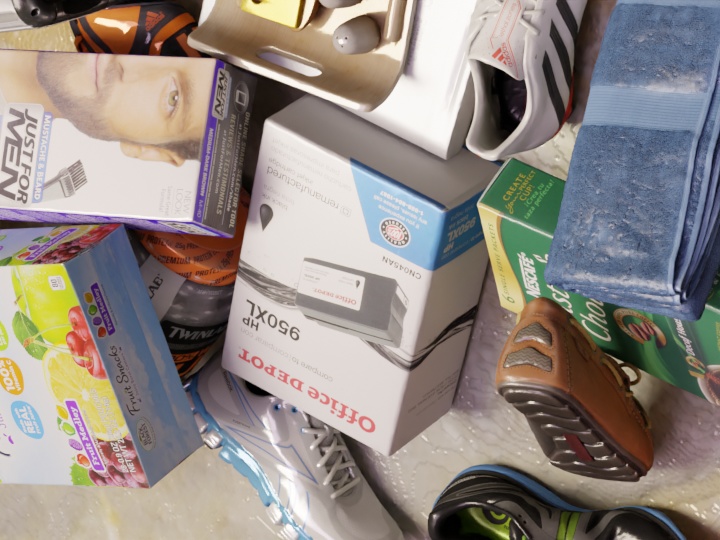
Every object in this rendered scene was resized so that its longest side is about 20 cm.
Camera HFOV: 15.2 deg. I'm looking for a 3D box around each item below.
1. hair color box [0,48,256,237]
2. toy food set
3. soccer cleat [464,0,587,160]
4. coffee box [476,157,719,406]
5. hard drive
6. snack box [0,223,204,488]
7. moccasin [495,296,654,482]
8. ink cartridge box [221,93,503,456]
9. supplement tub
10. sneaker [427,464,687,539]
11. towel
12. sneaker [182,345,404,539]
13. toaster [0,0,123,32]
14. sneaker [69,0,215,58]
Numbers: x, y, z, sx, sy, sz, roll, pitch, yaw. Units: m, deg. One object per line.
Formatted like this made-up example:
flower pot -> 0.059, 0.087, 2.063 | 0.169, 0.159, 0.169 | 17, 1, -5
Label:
hair color box -> -0.174, -0.085, 1.765 | 0.200, 0.065, 0.109 | 4, 83, 25
toy food set -> -0.034, -0.213, 1.671 | 0.143, 0.060, 0.200 | 21, 114, 25
soccer cleat -> 0.099, -0.159, 1.617 | 0.069, 0.085, 0.200 | 22, 124, 27
coffee box -> 0.170, 0.015, 1.645 | 0.200, 0.044, 0.123 | 26, 156, 24
hard drive -> -0.006, -0.172, 1.721 | 0.200, 0.027, 0.132 | 28, 119, 22
snack box -> -0.220, 0.059, 1.805 | 0.200, 0.068, 0.169 | -2, 115, 42
moccasin -> 0.137, 0.076, 1.669 | 0.074, 0.078, 0.201 | 2, 156, 31
ink cartridge box -> 0.000, 0.000, 1.770 | 0.145, 0.084, 0.200 | 28, 126, 23
supplement tub -> -0.154, 0.019, 1.868 | 0.123, 0.123, 0.200 | 47, 132, 8
sneaker -> 0.132, 0.186, 1.765 | 0.200, 0.083, 0.071 | 16, 121, 30
towel -> 0.173, -0.077, 1.559 | 0.112, 0.049, 0.200 | 10, 83, 40
sneaker -> -0.039, 0.123, 1.872 | 0.200, 0.075, 0.087 | 44, 125, 11
toaster -> -0.207, -0.247, 1.742 | 0.119, 0.181, 0.200 | -5, 108, 41
sneaker -> -0.177, -0.124, 1.857 | 0.200, 0.078, 0.112 | -30, 89, 31
